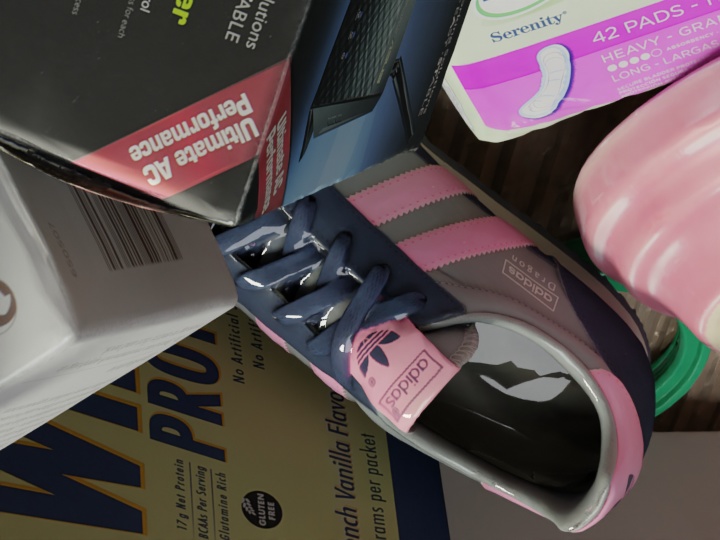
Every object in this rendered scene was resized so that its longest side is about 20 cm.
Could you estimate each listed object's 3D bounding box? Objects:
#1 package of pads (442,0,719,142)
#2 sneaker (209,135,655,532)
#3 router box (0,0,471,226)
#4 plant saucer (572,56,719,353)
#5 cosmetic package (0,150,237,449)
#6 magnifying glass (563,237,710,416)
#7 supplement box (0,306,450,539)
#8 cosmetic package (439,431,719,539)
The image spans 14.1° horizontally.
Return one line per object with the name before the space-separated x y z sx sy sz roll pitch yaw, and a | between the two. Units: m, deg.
package of pads | 0.088 -0.124 0.709 0.199 0.068 0.155 -19 139 12
sneaker | 0.000 0.000 0.798 0.199 0.082 0.070 30 115 -13
router box | -0.001 -0.116 0.577 0.062 0.150 0.201 22 103 10
plant saucer | 0.160 -0.024 0.802 0.199 0.051 0.201 -13 161 -4
cosmetic package | -0.135 0.028 0.625 0.199 0.074 0.102 -29 174 16
magnifying glass | 0.046 0.057 0.957 0.079 0.022 0.200 12 134 -23
supplement box | -0.104 0.088 0.877 0.199 0.135 0.200 10 137 -21
cosmetic package | 0.098 0.096 0.964 0.199 0.051 0.083 1 144 -23
